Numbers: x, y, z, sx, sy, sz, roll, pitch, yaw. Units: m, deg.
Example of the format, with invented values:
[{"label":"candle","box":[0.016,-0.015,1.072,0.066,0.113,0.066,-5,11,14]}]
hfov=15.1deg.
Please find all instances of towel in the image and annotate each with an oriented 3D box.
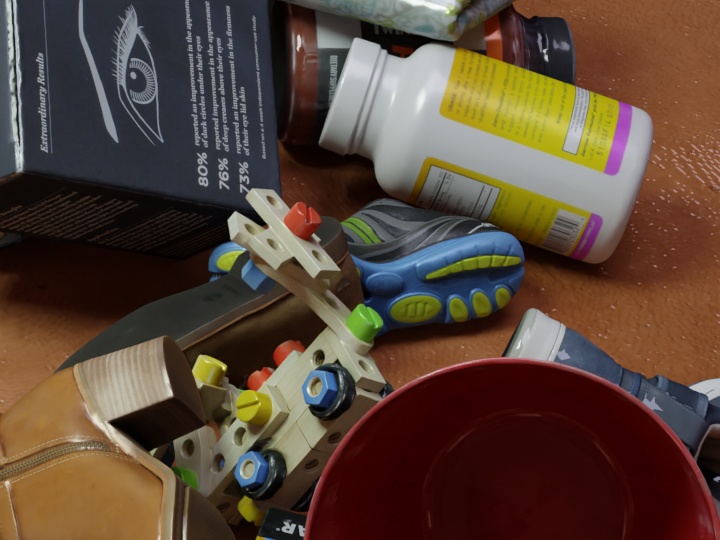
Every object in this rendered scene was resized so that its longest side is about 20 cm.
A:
[{"label":"towel","box":[0.023,-0.209,1.800,0.170,0.048,0.200,14,25,22]}]

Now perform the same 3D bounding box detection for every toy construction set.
[{"label":"toy construction set","box":[-0.053,0.057,1.472,0.092,0.201,0.131,3,40,-36]}]

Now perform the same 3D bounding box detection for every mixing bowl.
[{"label":"mixing bowl","box":[0.076,0.129,1.317,0.199,0.202,0.108,11,12,5]}]

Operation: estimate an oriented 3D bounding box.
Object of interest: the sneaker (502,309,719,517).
[{"label":"sneaker","box":[0.124,0.103,1.455,0.145,0.202,0.077,24,68,-2]}]

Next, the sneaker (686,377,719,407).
[{"label":"sneaker","box":[0.248,0.119,1.529,0.202,0.077,0.146,-22,42,-37]}]

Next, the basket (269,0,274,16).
[{"label":"basket","box":[-0.110,-0.255,1.949,0.179,0.137,0.200,6,37,-27]}]

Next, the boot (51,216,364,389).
[{"label":"boot","box":[-0.086,0.048,1.578,0.199,0.076,0.074,-27,27,-12]}]

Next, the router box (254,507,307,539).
[{"label":"router box","box":[0.028,0.206,1.383,0.199,0.051,0.149,13,37,7]}]

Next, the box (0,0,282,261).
[{"label":"box","box":[-0.155,-0.099,1.629,0.199,0.104,0.149,10,69,-39]}]

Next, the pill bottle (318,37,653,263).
[{"label":"pill bottle","box":[0.078,-0.082,1.732,0.199,0.105,0.104,19,35,-3]}]

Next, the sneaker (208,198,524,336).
[{"label":"sneaker","box":[0.000,0.000,1.671,0.198,0.071,0.083,-5,23,-20]}]

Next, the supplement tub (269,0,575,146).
[{"label":"supplement tub","box":[0.041,-0.136,1.827,0.198,0.108,0.107,-1,36,-11]}]

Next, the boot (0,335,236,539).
[{"label":"boot","box":[-0.146,0.140,1.398,0.154,0.074,0.201,-25,45,13]}]

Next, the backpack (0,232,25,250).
[{"label":"backpack","box":[-0.270,-0.105,1.702,0.199,0.135,0.183,22,38,16]}]
